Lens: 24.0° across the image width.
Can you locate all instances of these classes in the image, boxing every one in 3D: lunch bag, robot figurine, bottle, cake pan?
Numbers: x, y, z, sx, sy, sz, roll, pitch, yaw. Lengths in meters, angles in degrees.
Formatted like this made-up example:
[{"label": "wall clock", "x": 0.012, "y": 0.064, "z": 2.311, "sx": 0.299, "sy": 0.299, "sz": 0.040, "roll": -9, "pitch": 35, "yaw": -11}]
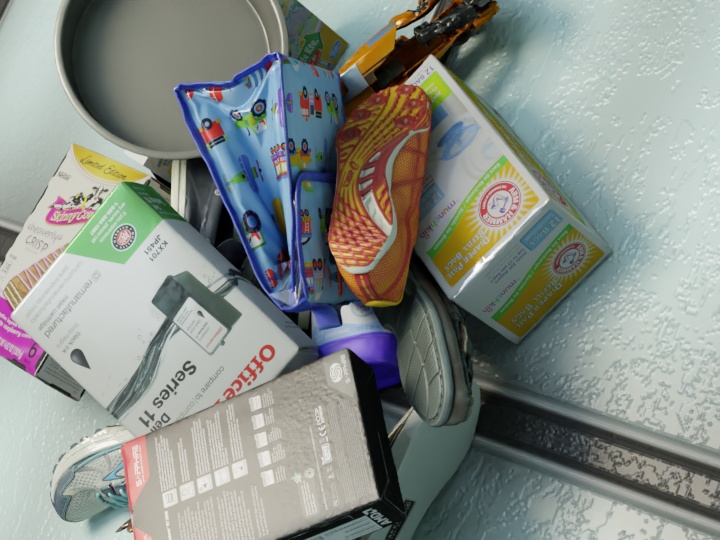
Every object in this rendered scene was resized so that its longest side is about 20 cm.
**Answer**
[{"label": "lunch bag", "x": -0.054, "y": -0.051, "z": 1.297, "sx": 0.093, "sy": 0.150, "sz": 0.202, "roll": -16, "pitch": 87, "yaw": 16}, {"label": "robot figurine", "x": 0.036, "y": -0.187, "z": 1.425, "sx": 0.199, "sy": 0.058, "sz": 0.145, "roll": -39, "pitch": 3, "yaw": -5}, {"label": "bottle", "x": 0.000, "y": 0.000, "z": 1.413, "sx": 0.083, "sy": 0.065, "sz": 0.202, "roll": -15, "pitch": 59, "yaw": 25}, {"label": "cake pan", "x": -0.160, "y": -0.187, "z": 1.438, "sx": 0.198, "sy": 0.037, "sz": 0.203, "roll": 2, "pitch": 77, "yaw": -7}]

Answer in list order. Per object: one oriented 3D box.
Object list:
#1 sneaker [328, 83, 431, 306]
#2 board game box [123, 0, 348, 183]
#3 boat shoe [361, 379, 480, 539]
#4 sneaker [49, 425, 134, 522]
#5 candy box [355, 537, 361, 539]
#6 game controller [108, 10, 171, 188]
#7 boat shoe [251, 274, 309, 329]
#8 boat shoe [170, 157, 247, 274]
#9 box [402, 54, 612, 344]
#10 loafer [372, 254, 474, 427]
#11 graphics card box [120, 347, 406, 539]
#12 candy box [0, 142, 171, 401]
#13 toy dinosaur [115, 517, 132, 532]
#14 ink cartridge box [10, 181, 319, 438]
[{"label": "sneaker", "x": 0.016, "y": -0.060, "z": 1.294, "sx": 0.072, "sy": 0.077, "sz": 0.202, "roll": 0, "pitch": 52, "yaw": 20}, {"label": "board game box", "x": -0.111, "y": -0.158, "z": 1.536, "sx": 0.034, "sy": 0.134, "sz": 0.201, "roll": 31, "pitch": 89, "yaw": 43}, {"label": "boat shoe", "x": 0.021, "y": 0.161, "z": 1.312, "sx": 0.063, "sy": 0.070, "sz": 0.201, "roll": 30, "pitch": 90, "yaw": 42}, {"label": "sneaker", "x": -0.191, "y": 0.175, "z": 1.473, "sx": 0.199, "sy": 0.077, "sz": 0.087, "roll": -36, "pitch": 58, "yaw": 22}, {"label": "candy box", "x": -0.068, "y": 0.202, "z": 1.321, "sx": 0.200, "sy": 0.056, "sz": 0.118, "roll": -33, "pitch": 44, "yaw": 54}, {"label": "game controller", "x": -0.178, "y": -0.153, "z": 1.547, "sx": 0.042, "sy": 0.200, "sz": 0.105, "roll": 13, "pitch": 71, "yaw": 17}, {"label": "boat shoe", "x": -0.064, "y": -0.049, "z": 1.477, "sx": 0.062, "sy": 0.074, "sz": 0.204, "roll": 7, "pitch": 70, "yaw": -1}, {"label": "boat shoe", "x": -0.127, "y": -0.006, "z": 1.434, "sx": 0.061, "sy": 0.075, "sz": 0.203, "roll": -2, "pitch": 73, "yaw": 3}, {"label": "box", "x": 0.090, "y": -0.057, "z": 1.346, "sx": 0.112, "sy": 0.101, "sz": 0.201, "roll": -44, "pitch": 48, "yaw": 12}, {"label": "loafer", "x": 0.059, "y": 0.044, "z": 1.282, "sx": 0.201, "sy": 0.062, "sz": 0.072, "roll": -114, "pitch": 34, "yaw": -53}, {"label": "graphics card box", "x": -0.073, "y": 0.151, "z": 1.226, "sx": 0.198, "sy": 0.051, "sz": 0.127, "roll": -25, "pitch": 56, "yaw": 17}, {"label": "candy box", "x": -0.254, "y": -0.002, "z": 1.507, "sx": 0.136, "sy": 0.061, "sz": 0.201, "roll": 21, "pitch": 79, "yaw": 46}, {"label": "toy dinosaur", "x": -0.202, "y": 0.257, "z": 1.434, "sx": 0.199, "sy": 0.085, "sz": 0.137, "roll": -17, "pitch": 58, "yaw": 38}, {"label": "ink cartridge box", "x": -0.153, "y": 0.050, "z": 1.345, "sx": 0.200, "sy": 0.083, "sz": 0.147, "roll": 41, "pitch": 95, "yaw": 9}]
